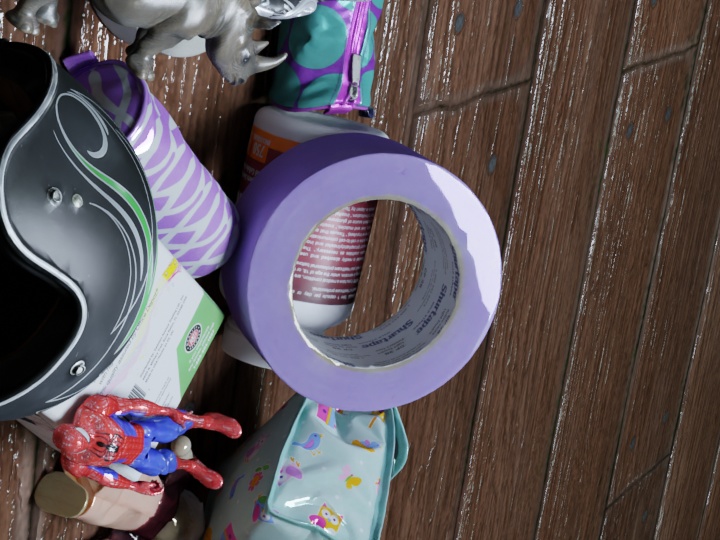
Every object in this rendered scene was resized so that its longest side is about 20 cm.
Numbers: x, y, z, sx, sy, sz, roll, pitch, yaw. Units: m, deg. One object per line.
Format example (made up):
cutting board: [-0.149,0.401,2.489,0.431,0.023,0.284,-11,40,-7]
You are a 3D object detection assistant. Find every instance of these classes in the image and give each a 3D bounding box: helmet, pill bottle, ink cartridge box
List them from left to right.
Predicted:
helmet: [-0.212,-0.016,1.081,0.200,0.200,0.191,-51,136,-36]
ink cartridge box: [-0.192,0.040,1.272,0.145,0.084,0.200,-63,153,-16]
pill bottle: [-0.050,-0.024,1.479,0.113,0.113,0.200,-7,112,-62]

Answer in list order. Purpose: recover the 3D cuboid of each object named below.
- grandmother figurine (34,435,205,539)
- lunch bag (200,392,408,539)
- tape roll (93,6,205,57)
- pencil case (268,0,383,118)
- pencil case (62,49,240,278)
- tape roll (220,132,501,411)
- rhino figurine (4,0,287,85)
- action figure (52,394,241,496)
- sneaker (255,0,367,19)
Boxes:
grandmother figurine: [-0.174,0.178,1.436,0.121,0.061,0.200,-41,154,-1]
lunch bag: [-0.049,0.179,1.519,0.170,0.122,0.200,-50,-162,41]
tape roll: [-0.120,-0.250,1.285,0.203,0.037,0.203,-43,143,-45]
pencil case: [-0.014,-0.222,1.449,0.085,0.092,0.200,0,106,-41]
pencil case: [-0.149,-0.068,1.297,0.200,0.084,0.086,60,17,-59]
tape roll: [0.000,0.000,1.396,0.200,0.085,0.200,-5,107,-18]
rhino figurine: [-0.128,-0.170,1.200,0.200,0.060,0.087,18,111,-34]
action figure: [-0.148,0.119,1.265,0.200,0.052,0.065,16,101,-60]
sneaker: [-0.046,-0.245,1.315,0.200,0.075,0.115,-20,112,-47]
